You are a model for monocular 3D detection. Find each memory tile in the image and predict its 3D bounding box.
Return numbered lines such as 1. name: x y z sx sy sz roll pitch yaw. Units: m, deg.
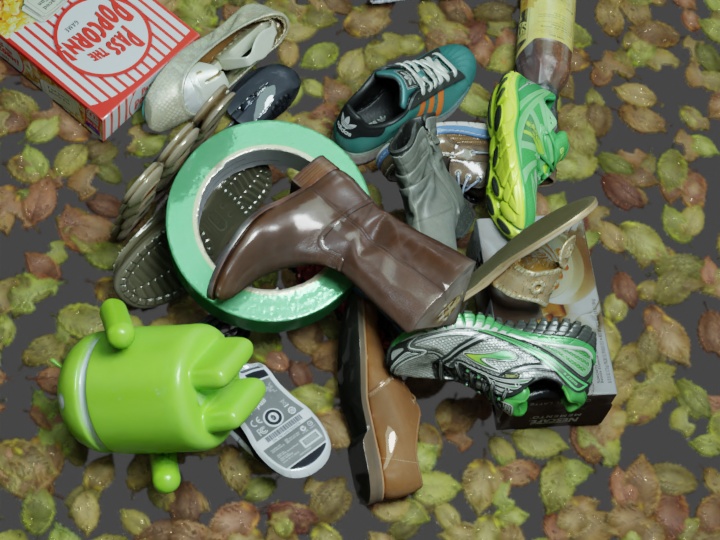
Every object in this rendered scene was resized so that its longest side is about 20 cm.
1. memory tile: -0.183 -0.101 1.550 0.017 0.200 0.154 40 74 -3

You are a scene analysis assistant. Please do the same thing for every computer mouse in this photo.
1. computer mouse: -0.109 0.129 1.541 0.109 0.044 0.200 -31 66 -27
2. computer mouse: -0.140 -0.159 1.688 0.059 0.034 0.200 42 65 12

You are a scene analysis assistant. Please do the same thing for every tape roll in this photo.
1. tape roll: -0.088 -0.043 1.540 0.199 0.048 0.202 1 76 -5

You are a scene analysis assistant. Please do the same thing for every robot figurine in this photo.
1. robot figurine: -0.191 0.109 1.469 0.199 0.176 0.116 -4 26 25

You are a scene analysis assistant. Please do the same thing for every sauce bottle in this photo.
1. sauce bottle: 0.203 -0.243 1.768 0.066 0.066 0.201 11 60 -3

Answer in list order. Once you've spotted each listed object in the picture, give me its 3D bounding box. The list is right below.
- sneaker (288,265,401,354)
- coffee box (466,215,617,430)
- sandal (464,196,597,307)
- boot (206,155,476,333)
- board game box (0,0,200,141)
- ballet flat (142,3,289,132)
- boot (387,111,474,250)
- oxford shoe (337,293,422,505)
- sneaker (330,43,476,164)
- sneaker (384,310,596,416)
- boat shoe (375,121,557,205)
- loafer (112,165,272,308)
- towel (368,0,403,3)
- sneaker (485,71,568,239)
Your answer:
1. sneaker: 0.000 0.000 1.617 0.095 0.079 0.200 -34 79 -36
2. coffee box: 0.178 0.051 1.603 0.114 0.080 0.201 -3 63 -8
3. sandal: 0.152 0.010 1.539 0.211 0.078 0.070 -31 100 15
4. boot: -0.014 0.010 1.462 0.200 0.064 0.187 38 73 13
5. board game box: -0.294 -0.253 1.704 0.200 0.046 0.152 38 64 11
6. ballet flat: -0.150 -0.218 1.691 0.062 0.068 0.200 15 54 41
7. boot: 0.053 -0.066 1.561 0.067 0.131 0.200 -14 26 20
8. oxford shoe: 0.020 0.120 1.540 0.071 0.071 0.201 -7 86 -18
9. sneaker: 0.054 -0.190 1.707 0.200 0.080 0.071 -38 74 -24
10. sneaker: 0.121 0.089 1.493 0.199 0.078 0.086 2 65 4
11. boat shoe: 0.116 -0.111 1.681 0.199 0.072 0.073 -8 63 -13
12. loafer: -0.172 -0.042 1.604 0.200 0.067 0.076 -43 120 -14
13. towel: 0.073 -0.389 1.814 0.199 0.086 0.167 -9 66 -15
14. sneaker: 0.172 -0.120 1.620 0.083 0.074 0.201 13 54 -10
